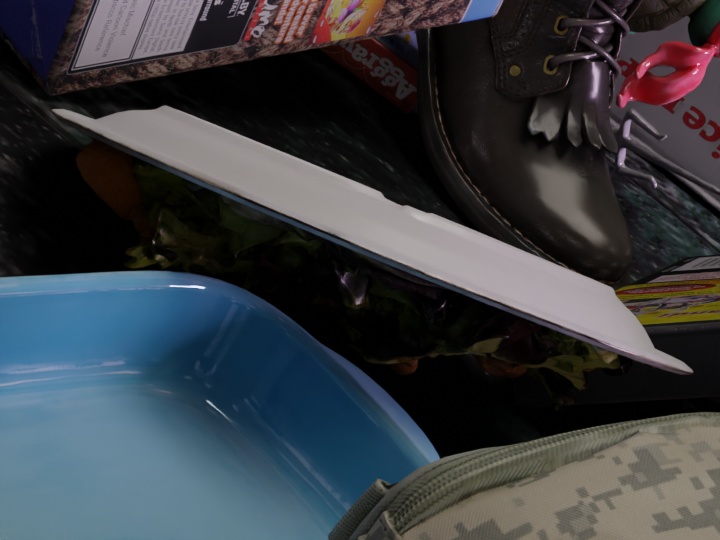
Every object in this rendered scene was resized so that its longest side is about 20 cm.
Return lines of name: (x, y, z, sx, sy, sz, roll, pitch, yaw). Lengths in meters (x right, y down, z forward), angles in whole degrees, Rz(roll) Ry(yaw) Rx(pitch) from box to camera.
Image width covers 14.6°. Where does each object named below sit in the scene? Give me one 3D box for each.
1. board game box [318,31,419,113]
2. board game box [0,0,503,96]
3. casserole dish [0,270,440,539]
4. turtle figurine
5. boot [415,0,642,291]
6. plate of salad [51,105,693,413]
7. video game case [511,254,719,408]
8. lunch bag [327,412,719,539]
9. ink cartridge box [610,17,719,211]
board game box: (-0.004, -0.129, 1.127, 0.103, 0.019, 0.200, 37, 22, -6)
board game box: (-0.024, -0.159, 0.905, 0.200, 0.159, 0.097, -14, 52, -41)
casserole dish: (-0.049, 0.054, 0.679, 0.121, 0.039, 0.200, 46, 23, 21)
turtle figurine: (0.105, -0.132, 1.094, 0.200, 0.150, 0.101, 45, -2, 15)
boot: (0.093, -0.109, 0.995, 0.069, 0.174, 0.200, 0, 60, -52)
plate of salad: (0.000, 0.000, 0.815, 0.200, 0.048, 0.200, 22, 1, 0)
video game case: (0.173, 0.013, 0.933, 0.181, 0.200, 0.026, -19, 103, -64)
lunch bag: (0.090, 0.132, 0.610, 0.168, 0.139, 0.200, 11, 35, -38)
ink cartridge box: (0.185, -0.133, 1.182, 0.146, 0.200, 0.083, 38, 20, 1)
